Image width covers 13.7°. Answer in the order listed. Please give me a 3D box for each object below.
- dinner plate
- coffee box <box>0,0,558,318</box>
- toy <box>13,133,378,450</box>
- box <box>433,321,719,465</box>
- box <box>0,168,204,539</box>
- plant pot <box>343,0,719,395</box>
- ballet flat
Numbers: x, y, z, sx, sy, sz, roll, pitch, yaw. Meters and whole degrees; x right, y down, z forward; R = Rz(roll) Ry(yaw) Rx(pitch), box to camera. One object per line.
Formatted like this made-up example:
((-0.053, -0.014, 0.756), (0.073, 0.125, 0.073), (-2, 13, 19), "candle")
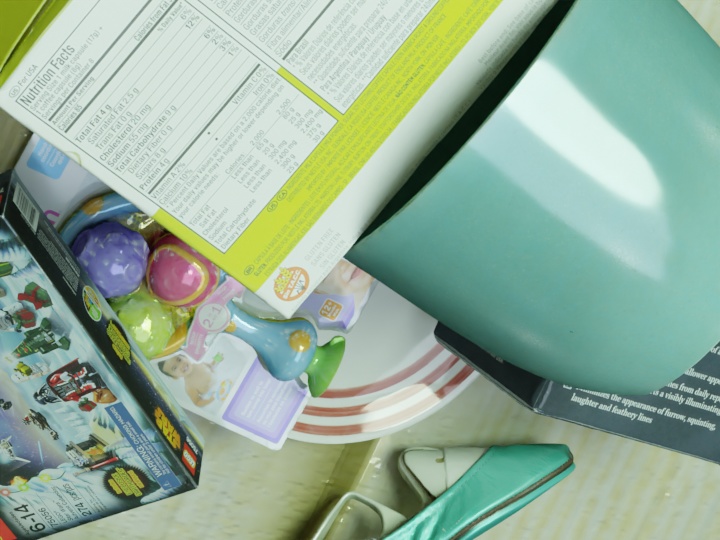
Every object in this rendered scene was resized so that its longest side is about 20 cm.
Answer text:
((0.000, 0.000, 1.605), (0.200, 0.024, 0.200), (-11, 120, -20), "dinner plate")
((-0.068, -0.141, 1.392), (0.198, 0.200, 0.200), (36, 97, -33), "coffee box")
((-0.096, 0.013, 1.528), (0.200, 0.047, 0.115), (25, 104, -22), "toy")
((0.158, -0.017, 1.601), (0.148, 0.107, 0.200), (18, 102, -37), "box")
((-0.185, 0.051, 1.500), (0.137, 0.040, 0.200), (-19, 127, 20), "box")
((0.111, -0.037, 1.426), (0.161, 0.201, 0.201), (39, 96, -10), "plant pot")
((0.028, 0.140, 1.660), (0.200, 0.067, 0.070), (-38, 87, -14), "ballet flat")
